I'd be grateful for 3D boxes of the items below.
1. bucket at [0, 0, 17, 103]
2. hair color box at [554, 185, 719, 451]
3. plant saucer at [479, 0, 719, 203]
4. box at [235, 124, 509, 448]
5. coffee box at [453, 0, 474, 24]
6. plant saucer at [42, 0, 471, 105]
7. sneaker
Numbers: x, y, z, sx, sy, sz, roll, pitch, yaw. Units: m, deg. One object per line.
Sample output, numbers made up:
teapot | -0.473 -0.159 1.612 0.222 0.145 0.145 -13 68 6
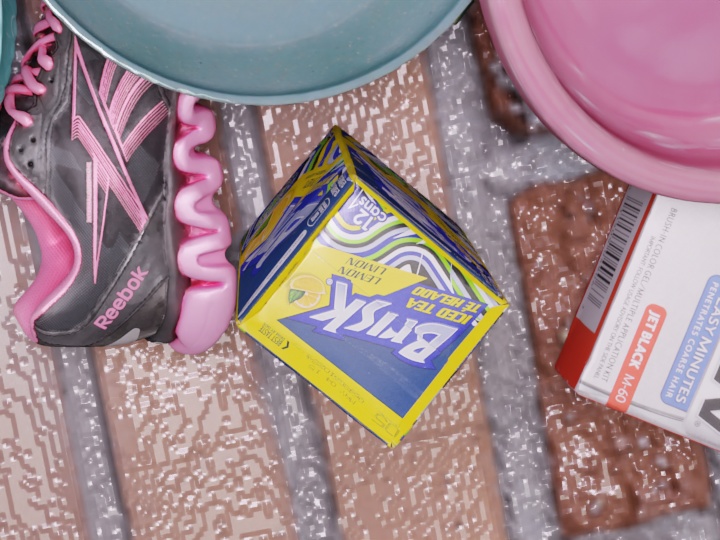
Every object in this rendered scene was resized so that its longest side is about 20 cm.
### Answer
bucket | -0.223 -0.102 0.841 0.205 0.135 0.209 -4 72 12
hair color box | 0.190 0.030 0.945 0.199 0.064 0.112 21 95 -6
plant saucer | 0.129 -0.127 0.863 0.199 0.051 0.202 -4 104 -17
box | 0.000 0.000 0.863 0.070 0.200 0.064 38 94 -7
coffee box | -0.004 -0.202 0.916 0.200 0.044 0.123 40 93 -7
plant saucer | -0.041 -0.157 0.863 0.198 0.036 0.202 1 86 -14
sneaker | -0.104 -0.062 0.903 0.095 0.079 0.202 -8 96 -19
